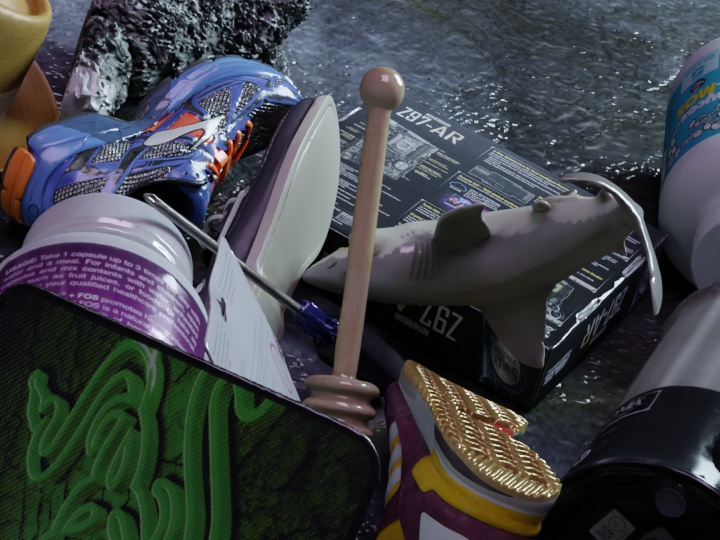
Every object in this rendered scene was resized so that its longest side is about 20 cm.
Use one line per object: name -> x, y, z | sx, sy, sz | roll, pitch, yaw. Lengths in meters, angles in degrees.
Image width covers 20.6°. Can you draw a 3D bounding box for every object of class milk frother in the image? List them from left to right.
milk frother -> 0.210, 0.121, 0.931 | 0.201, 0.180, 0.188 | 59, 37, -10

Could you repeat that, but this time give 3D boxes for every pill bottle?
pill bottle -> -0.121, 0.054, 0.853 | 0.111, 0.113, 0.201 | 12, 35, -6
pill bottle -> 0.236, -0.055, 1.190 | 0.110, 0.111, 0.200 | 16, 34, 0

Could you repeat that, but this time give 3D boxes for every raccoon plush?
raccoon plush -> -0.103, -0.119, 1.183 | 0.133, 0.097, 0.201 | 19, 47, -11

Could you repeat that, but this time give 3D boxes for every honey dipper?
honey dipper -> 0.000, 0.000, 0.958 | 0.038, 0.202, 0.038 | 9, -6, 1

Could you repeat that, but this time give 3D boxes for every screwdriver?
screwdriver -> -0.041, 0.010, 0.964 | 0.200, 0.028, 0.029 | 39, 10, -37

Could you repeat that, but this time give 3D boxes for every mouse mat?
mouse mat -> -0.095, 0.123, 0.735 | 0.160, 0.201, 0.008 | 23, 9, 11

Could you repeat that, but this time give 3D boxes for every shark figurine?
shark figurine -> 0.089, 0.004, 0.987 | 0.128, 0.090, 0.214 | -8, -1, -45

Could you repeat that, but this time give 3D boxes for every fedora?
fedora -> -0.235, -0.144, 1.094 | 0.200, 0.082, 0.201 | 34, 25, -18

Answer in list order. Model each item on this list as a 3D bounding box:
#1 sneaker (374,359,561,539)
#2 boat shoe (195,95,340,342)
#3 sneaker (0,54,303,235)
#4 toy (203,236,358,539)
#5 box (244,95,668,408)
sneaker -> 0.035, 0.105, 0.920 | 0.075, 0.091, 0.200 | 25, 7, -5
boat shoe -> -0.061, -0.017, 1.020 | 0.062, 0.073, 0.201 | 6, 52, 18
sneaker -> -0.103, -0.055, 1.100 | 0.199, 0.076, 0.078 | -29, 62, -37
toy -> -0.035, 0.100, 0.807 | 0.047, 0.201, 0.115 | -23, 20, 7
box -> 0.053, -0.019, 1.123 | 0.199, 0.044, 0.160 | 29, 36, 18
